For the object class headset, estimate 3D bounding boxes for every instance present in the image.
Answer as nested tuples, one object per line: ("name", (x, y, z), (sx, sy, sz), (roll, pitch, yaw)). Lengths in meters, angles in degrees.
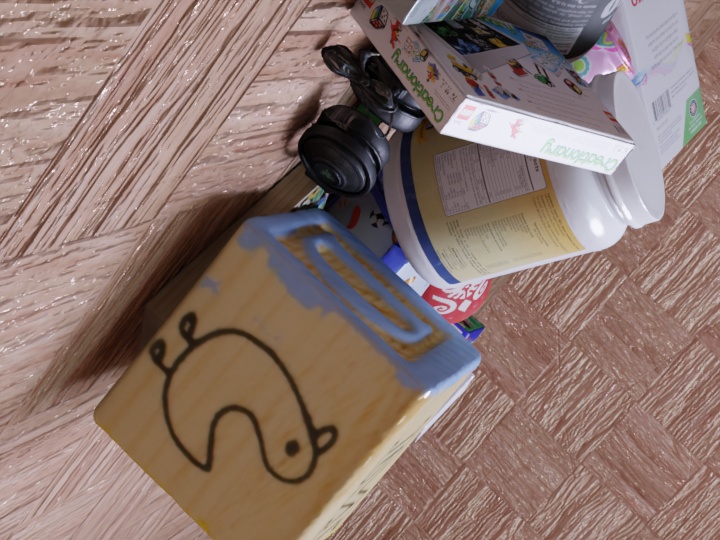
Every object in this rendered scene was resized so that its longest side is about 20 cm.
("headset", (-0.002, -0.123, 1.121), (0.124, 0.094, 0.200), (-51, -174, -4))

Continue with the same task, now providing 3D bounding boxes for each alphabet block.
("alphabet block", (-0.051, 0.089, 1.169), (0.200, 0.195, 0.196), (-51, 169, 14))

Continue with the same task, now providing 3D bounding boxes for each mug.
("mug", (0.092, -0.016, 1.688), (0.200, 0.132, 0.179), (98, 5, -67))

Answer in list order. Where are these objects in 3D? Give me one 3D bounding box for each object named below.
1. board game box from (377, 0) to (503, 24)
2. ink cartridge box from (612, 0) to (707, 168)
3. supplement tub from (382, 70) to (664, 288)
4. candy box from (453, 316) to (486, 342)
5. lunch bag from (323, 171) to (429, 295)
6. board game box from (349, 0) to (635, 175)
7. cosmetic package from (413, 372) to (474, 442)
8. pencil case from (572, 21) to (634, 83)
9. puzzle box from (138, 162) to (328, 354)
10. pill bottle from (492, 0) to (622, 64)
("board game box", (0.080, -0.239, 0.975), (0.148, 0.064, 0.200), (-51, 171, 22))
("ink cartridge box", (0.286, -0.221, 1.574), (0.087, 0.202, 0.145), (2, -153, 36))
("supplement tub", (0.133, -0.075, 1.212), (0.198, 0.146, 0.144), (-15, -176, 24))
("candy box", (0.143, 0.153, 2.826), (0.169, 0.077, 0.200), (-50, 172, 10))
("lunch bag", (0.000, 0.000, 1.363), (0.170, 0.123, 0.200), (-51, -174, 16))
("board game box", (0.096, -0.134, 1.052), (0.199, 0.127, 0.035), (8, 130, -46))
("cosmetic package", (0.013, 0.074, 1.520), (0.082, 0.200, 0.051), (-42, 169, -27))
("pencil case", (0.141, -0.156, 1.318), (0.199, 0.088, 0.087), (-30, 175, 14))
("puzzle box", (-0.103, -0.001, 1.228), (0.200, 0.025, 0.133), (-44, 171, -24))
("pill bottle", (0.153, -0.233, 1.170), (0.114, 0.114, 0.200), (-43, 169, -28))
